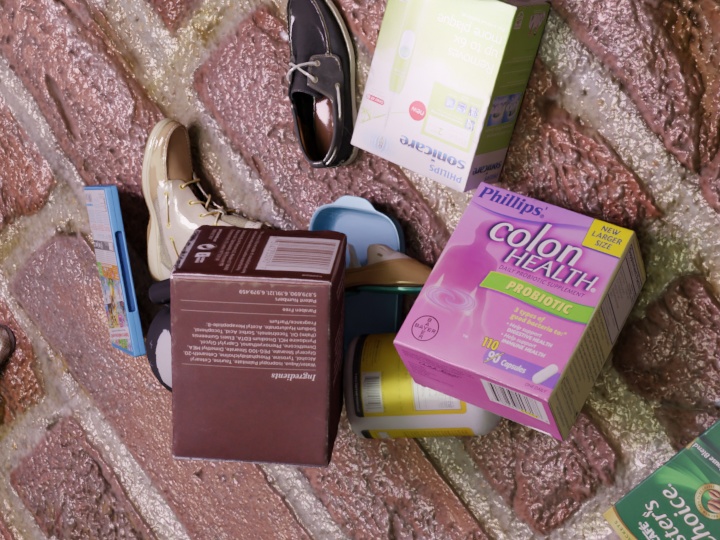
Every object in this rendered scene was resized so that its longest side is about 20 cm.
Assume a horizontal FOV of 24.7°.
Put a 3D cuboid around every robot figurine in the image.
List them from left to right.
[{"bbox_3d":[-0.171,0.083,1.880,0.200,0.149,0.126,-19,61,59],"label":"robot figurine"}]

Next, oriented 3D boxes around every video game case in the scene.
[{"bbox_3d":[-0.295,-0.002,1.973,0.143,0.018,0.202,-172,72,-70],"label":"video game case"}]

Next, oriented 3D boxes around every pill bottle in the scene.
[{"bbox_3d":[0.088,0.120,1.745,0.199,0.112,0.113,-3,99,15],"label":"pill bottle"}]

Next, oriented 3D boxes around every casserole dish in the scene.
[{"bbox_3d":[-0.002,0.014,1.835,0.120,0.039,0.202,10,106,29],"label":"casserole dish"}]

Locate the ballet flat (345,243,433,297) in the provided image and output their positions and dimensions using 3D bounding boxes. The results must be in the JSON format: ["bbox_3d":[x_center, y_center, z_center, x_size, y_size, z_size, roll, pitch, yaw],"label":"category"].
[{"bbox_3d":[0.000,0.000,1.772,0.199,0.068,0.064,-7,83,31],"label":"ballet flat"}]

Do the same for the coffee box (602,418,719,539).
[{"bbox_3d":[0.353,0.235,1.659,0.200,0.044,0.123,-44,77,30],"label":"coffee box"}]

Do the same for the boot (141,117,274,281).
[{"bbox_3d":[-0.174,-0.070,1.902,0.154,0.072,0.201,12,112,30],"label":"boot"}]

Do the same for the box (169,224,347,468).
[{"bbox_3d":[-0.102,0.074,1.688,0.163,0.166,0.201,3,108,3],"label":"box"}]

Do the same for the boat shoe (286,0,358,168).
[{"bbox_3d":[-0.048,-0.211,1.801,0.071,0.067,0.202,-6,96,34],"label":"boat shoe"}]

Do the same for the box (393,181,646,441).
[{"bbox_3d":[0.162,0.038,1.643,0.175,0.097,0.201,20,68,27],"label":"box"}]

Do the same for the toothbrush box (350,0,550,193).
[{"bbox_3d":[0.092,-0.203,1.705,0.145,0.086,0.201,26,114,25],"label":"toothbrush box"}]

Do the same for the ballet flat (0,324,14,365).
[{"bbox_3d":[-0.515,0.153,2.172,0.067,0.046,0.201,42,118,18],"label":"ballet flat"}]
